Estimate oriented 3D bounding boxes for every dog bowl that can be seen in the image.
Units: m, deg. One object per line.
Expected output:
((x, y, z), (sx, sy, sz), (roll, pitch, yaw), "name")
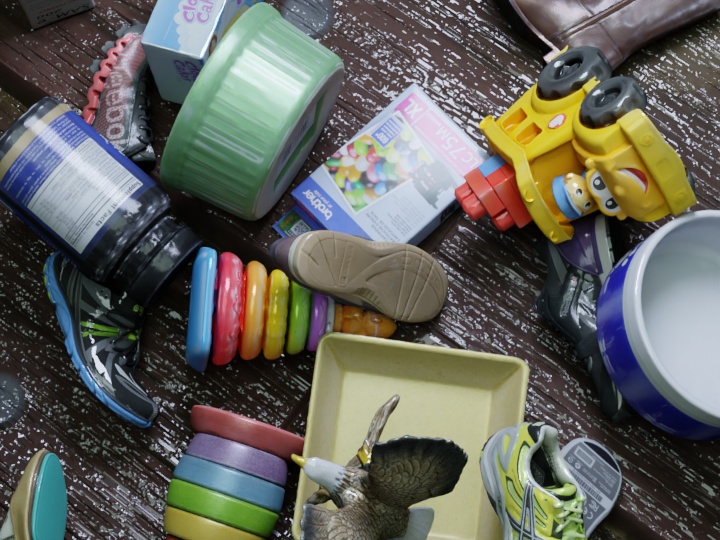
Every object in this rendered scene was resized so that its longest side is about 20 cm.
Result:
((0.318, 0.051, 1.565), (0.200, 0.079, 0.200), (7, 70, -20), "dog bowl")

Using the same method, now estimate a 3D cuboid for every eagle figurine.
((0.006, 0.196, 1.459), (0.151, 0.200, 0.152), (-2, 96, -12), "eagle figurine")

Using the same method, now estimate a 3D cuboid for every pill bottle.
((-0.251, -0.061, 1.621), (0.200, 0.112, 0.112), (41, 81, 0), "pill bottle")

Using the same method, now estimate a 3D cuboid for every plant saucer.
((0.047, 0.170, 1.602), (0.200, 0.048, 0.200), (8, 74, -1), "plant saucer")

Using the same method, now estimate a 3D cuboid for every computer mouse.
((0.173, 0.237, 1.561), (0.110, 0.044, 0.200), (42, 55, -1), "computer mouse")

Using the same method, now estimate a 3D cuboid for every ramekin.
((-0.098, -0.145, 1.642), (0.098, 0.200, 0.200), (30, 79, 5), "ramekin")

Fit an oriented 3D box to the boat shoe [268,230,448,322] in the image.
((0.000, 0.000, 1.611), (0.065, 0.200, 0.072), (18, 93, 47), "boat shoe")

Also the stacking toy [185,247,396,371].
((-0.064, 0.043, 1.641), (0.200, 0.116, 0.110), (5, 77, -5), "stacking toy")

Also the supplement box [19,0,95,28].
((-0.334, -0.345, 1.714), (0.073, 0.200, 0.126), (-21, 72, -5), "supplement box")

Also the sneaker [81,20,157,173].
((-0.235, -0.149, 1.717), (0.098, 0.071, 0.201), (21, 79, 11), "sneaker")

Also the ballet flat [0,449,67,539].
((-0.311, 0.268, 1.610), (0.063, 0.069, 0.200), (-11, 72, 17), "ballet flat")

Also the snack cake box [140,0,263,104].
((-0.145, -0.273, 1.709), (0.067, 0.115, 0.200), (16, 70, 9), "snack cake box")

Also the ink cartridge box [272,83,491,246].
((0.021, -0.076, 1.690), (0.200, 0.042, 0.119), (-43, 75, -5), "ink cartridge box")

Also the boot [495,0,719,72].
((0.242, -0.292, 1.716), (0.200, 0.064, 0.187), (-34, 87, -1), "boot")

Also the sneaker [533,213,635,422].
((0.212, 0.050, 1.630), (0.087, 0.076, 0.200), (-12, 70, 20), "sneaker")

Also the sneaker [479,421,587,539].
((0.162, 0.226, 1.488), (0.075, 0.076, 0.200), (-12, 73, -32), "sneaker")

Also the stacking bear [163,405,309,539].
((-0.132, 0.235, 1.583), (0.121, 0.114, 0.200), (16, 81, 10), "stacking bear")

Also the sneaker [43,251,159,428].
((-0.240, 0.058, 1.658), (0.083, 0.071, 0.200), (-26, 70, 4), "sneaker")

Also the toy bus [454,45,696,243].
((0.187, -0.093, 1.595), (0.192, 0.136, 0.200), (-34, 29, 0), "toy bus")
